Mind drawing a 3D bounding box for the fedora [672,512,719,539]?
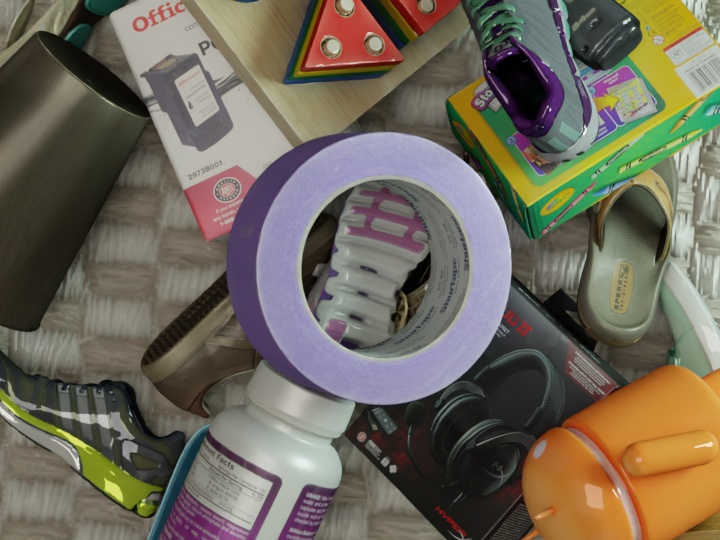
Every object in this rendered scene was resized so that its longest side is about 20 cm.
[{"bbox_3d":[0.298,0.228,1.657,0.199,0.201,0.082,2,53,8],"label":"fedora"}]

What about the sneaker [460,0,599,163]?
[{"bbox_3d":[0.114,-0.178,1.587,0.074,0.087,0.201,-32,67,19],"label":"sneaker"}]

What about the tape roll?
[{"bbox_3d":[0.006,-0.003,1.599,0.199,0.085,0.201,-1,93,-20],"label":"tape roll"}]

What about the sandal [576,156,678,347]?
[{"bbox_3d":[0.206,-0.039,1.662,0.081,0.055,0.201,13,63,-2],"label":"sandal"}]

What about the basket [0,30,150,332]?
[{"bbox_3d":[-0.270,-0.078,1.703,0.180,0.136,0.200,31,103,-32],"label":"basket"}]

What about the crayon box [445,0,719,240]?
[{"bbox_3d":[0.180,-0.128,1.649,0.199,0.058,0.119,-32,61,-5],"label":"crayon box"}]

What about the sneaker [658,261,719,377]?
[{"bbox_3d":[0.239,0.102,1.684,0.118,0.074,0.201,-20,88,11],"label":"sneaker"}]

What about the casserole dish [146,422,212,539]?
[{"bbox_3d":[-0.107,0.217,1.756,0.121,0.039,0.201,22,94,7],"label":"casserole dish"}]

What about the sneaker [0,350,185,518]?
[{"bbox_3d":[-0.230,0.114,1.761,0.200,0.074,0.081,36,90,-2],"label":"sneaker"}]

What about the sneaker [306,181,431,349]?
[{"bbox_3d":[0.000,0.000,1.691,0.080,0.088,0.201,21,84,-17],"label":"sneaker"}]

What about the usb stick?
[{"bbox_3d":[0.138,-0.222,1.662,0.055,0.033,0.200,-40,55,-7],"label":"usb stick"}]

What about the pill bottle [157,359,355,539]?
[{"bbox_3d":[-0.082,0.176,1.676,0.112,0.112,0.201,26,95,7],"label":"pill bottle"}]

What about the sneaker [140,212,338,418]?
[{"bbox_3d":[-0.084,0.036,1.743,0.200,0.070,0.076,-39,113,5],"label":"sneaker"}]

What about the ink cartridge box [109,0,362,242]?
[{"bbox_3d":[-0.093,-0.142,1.718,0.144,0.084,0.201,-24,88,7],"label":"ink cartridge box"}]

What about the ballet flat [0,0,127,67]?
[{"bbox_3d":[-0.235,-0.221,1.748,0.062,0.067,0.200,42,97,15],"label":"ballet flat"}]

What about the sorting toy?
[{"bbox_3d":[-0.024,-0.227,1.650,0.199,0.070,0.200,-41,96,-27],"label":"sorting toy"}]

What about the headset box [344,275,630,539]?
[{"bbox_3d":[0.111,0.107,1.680,0.149,0.077,0.200,44,99,25],"label":"headset box"}]

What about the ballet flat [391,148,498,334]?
[{"bbox_3d":[0.068,-0.028,1.705,0.046,0.067,0.201,28,92,-24],"label":"ballet flat"}]

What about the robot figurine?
[{"bbox_3d":[0.203,0.144,1.575,0.199,0.144,0.117,-28,118,-16],"label":"robot figurine"}]
